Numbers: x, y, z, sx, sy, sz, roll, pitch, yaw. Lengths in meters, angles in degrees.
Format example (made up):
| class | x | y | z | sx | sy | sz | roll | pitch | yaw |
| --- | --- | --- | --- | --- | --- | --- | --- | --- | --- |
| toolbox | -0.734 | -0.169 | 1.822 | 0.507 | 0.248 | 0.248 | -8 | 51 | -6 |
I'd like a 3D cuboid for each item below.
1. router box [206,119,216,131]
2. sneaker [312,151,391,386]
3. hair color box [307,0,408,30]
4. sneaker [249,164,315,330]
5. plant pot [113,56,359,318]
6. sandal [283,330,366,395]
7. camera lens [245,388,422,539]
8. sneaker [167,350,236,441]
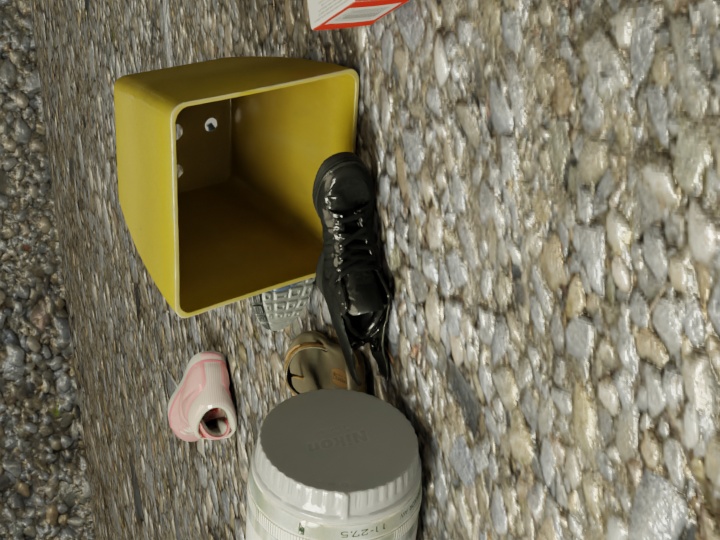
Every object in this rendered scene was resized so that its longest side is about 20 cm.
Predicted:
| class | x | y | z | sx | sy | sz | roll | pitch | yaw |
| --- | --- | --- | --- | --- | --- | --- | --- | --- | --- |
| router box | -0.151 | -0.125 | 1.426 | 0.199 | 0.048 | 0.183 | -168 | 72 | -67 |
| sneaker | -0.003 | 0.001 | 1.092 | 0.105 | 0.059 | 0.202 | -119 | 24 | -44 |
| hair color box | -0.011 | -0.312 | 0.987 | 0.111 | 0.063 | 0.204 | 178 | 83 | -69 |
| sneaker | -0.092 | -0.037 | 1.300 | 0.087 | 0.073 | 0.204 | 177 | 94 | -74 |
| plant pot | -0.134 | -0.105 | 1.138 | 0.176 | 0.198 | 0.203 | 33 | 130 | 43 |
| sandal | -0.049 | 0.109 | 1.248 | 0.199 | 0.053 | 0.082 | -176 | 78 | -68 |
| camera lens | -0.026 | 0.233 | 1.095 | 0.160 | 0.157 | 0.203 | -129 | 36 | -51 |
| sneaker | -0.226 | 0.213 | 1.704 | 0.201 | 0.074 | 0.106 | 114 | 147 | -47 |
